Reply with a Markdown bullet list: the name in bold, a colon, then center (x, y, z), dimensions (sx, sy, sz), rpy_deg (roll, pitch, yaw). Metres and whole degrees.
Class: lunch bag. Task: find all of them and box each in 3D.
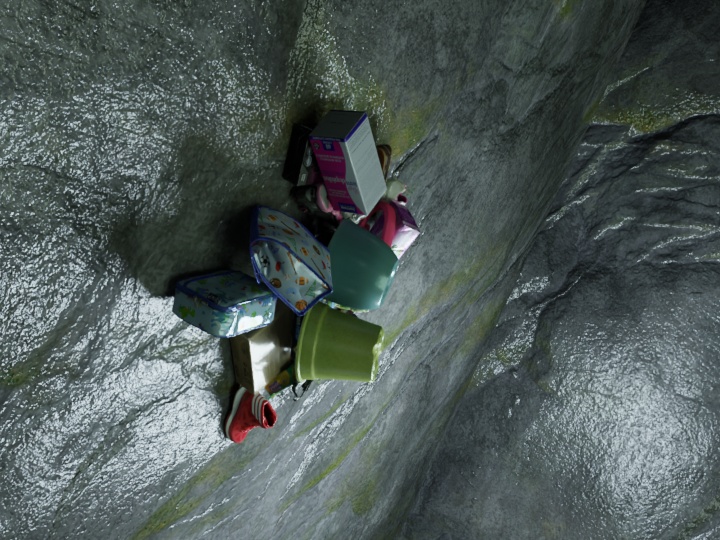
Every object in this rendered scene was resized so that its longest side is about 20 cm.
- **lunch bag**: center (-0.162, -0.032, 1.432), dimensions (0.123, 0.171, 0.200), rpy_deg (-38, 118, 13)
- **lunch bag**: center (-0.279, 0.061, 1.389), dimensions (0.198, 0.158, 0.085), rpy_deg (-14, 122, -58)

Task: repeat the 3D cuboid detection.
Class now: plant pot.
- **plant pot**: center (-0.042, 0.182, 1.612), dimensions (0.200, 0.179, 0.207), rpy_deg (10, 90, -81)
- **plant pot**: center (0.000, 0.000, 1.630), dimensions (0.200, 0.157, 0.205), rpy_deg (23, 90, -81)

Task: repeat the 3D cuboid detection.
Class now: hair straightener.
- **hair straightener**: center (-0.117, 0.260, 1.729), dimensions (0.202, 0.040, 0.078), rpy_deg (-59, 142, -37)

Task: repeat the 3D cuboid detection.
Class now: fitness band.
- **fitness band**: center (0.033, -0.084, 1.779), dimensions (0.037, 0.142, 0.206), rpy_deg (19, 74, -30)

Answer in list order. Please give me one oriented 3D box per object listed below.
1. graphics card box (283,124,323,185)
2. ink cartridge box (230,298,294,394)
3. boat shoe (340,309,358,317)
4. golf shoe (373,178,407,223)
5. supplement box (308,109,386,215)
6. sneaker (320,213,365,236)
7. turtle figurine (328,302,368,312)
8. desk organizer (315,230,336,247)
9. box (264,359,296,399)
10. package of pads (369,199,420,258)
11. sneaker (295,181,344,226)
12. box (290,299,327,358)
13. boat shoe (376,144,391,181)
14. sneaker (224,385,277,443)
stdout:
- **graphics card box**: center (-0.087, -0.267, 1.544), dimensions (0.198, 0.050, 0.128), rpy_deg (-16, 128, -54)
- **ink cartridge box**: center (-0.236, 0.176, 1.658), dimensions (0.164, 0.074, 0.204), rpy_deg (-40, 145, -39)
- **boat shoe**: center (-0.042, 0.202, 2.033), dimensions (0.072, 0.064, 0.204), rpy_deg (-35, 143, -44)
- **golf shoe**: center (0.083, -0.166, 1.878), dimensions (0.076, 0.089, 0.203), rpy_deg (-78, 172, -47)
- **supplement box**: center (-0.024, -0.236, 1.489), dimensions (0.104, 0.099, 0.203), rpy_deg (-55, 140, -34)
- **sneaker**: center (-0.033, -0.139, 1.719), dimensions (0.204, 0.087, 0.074), rpy_deg (-63, 154, 4)
- **turtle figurine**: center (-0.001, 0.040, 1.873), dimensions (0.192, 0.142, 0.204), rpy_deg (-15, 132, -53)
- **desk organizer**: center (-0.141, -0.049, 1.626), dimensions (0.198, 0.071, 0.079), rpy_deg (-26, 134, -50)
- **box**: center (-0.176, 0.261, 1.784), dimensions (0.117, 0.049, 0.200), rpy_deg (-35, -174, 39)
- **package of pads**: center (0.069, -0.077, 1.826), dimensions (0.074, 0.122, 0.201), rpy_deg (19, 121, -32)
- **sneaker**: center (-0.094, -0.154, 1.606), dimensions (0.200, 0.093, 0.081), rpy_deg (42, 45, -67)
- **box**: center (-0.126, 0.113, 1.725), dimensions (0.200, 0.045, 0.164), rpy_deg (-57, 156, -69)
- **boat shoe**: center (0.036, -0.232, 1.768), dimensions (0.070, 0.069, 0.204), rpy_deg (-39, 155, -59)
- **sneaker**: center (-0.279, 0.393, 1.723), dimensions (0.078, 0.114, 0.204), rpy_deg (-32, 146, -43)
